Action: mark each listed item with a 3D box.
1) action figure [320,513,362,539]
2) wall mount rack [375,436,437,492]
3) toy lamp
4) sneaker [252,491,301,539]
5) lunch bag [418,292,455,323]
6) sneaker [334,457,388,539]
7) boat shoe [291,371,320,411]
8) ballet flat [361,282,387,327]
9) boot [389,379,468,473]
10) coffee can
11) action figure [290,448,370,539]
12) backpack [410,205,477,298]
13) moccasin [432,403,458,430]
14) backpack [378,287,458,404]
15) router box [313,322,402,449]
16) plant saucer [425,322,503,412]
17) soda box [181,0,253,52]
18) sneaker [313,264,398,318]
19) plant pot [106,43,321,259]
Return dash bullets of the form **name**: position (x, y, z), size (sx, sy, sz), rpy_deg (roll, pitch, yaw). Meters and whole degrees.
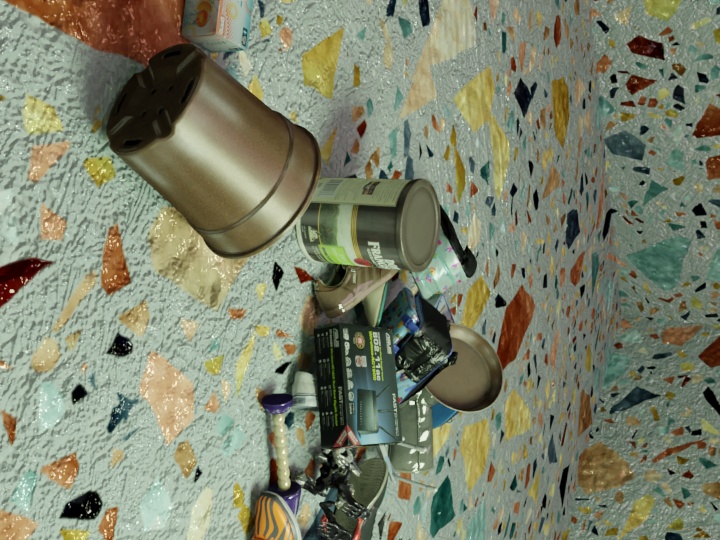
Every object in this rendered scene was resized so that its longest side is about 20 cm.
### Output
- **action figure**: position (-0.059, 0.454, 1.291), size (0.199, 0.065, 0.101), rpy_deg (31, 58, -44)
- **wall mount rack**: position (0.074, 0.344, 1.447), size (0.074, 0.174, 0.202), rpy_deg (-23, 125, -8)
- **toy lamp**: position (-0.125, 0.300, 1.188), size (0.058, 0.057, 0.204), rpy_deg (-20, 110, -58)
- **sneaker**: position (-0.150, 0.452, 1.147), size (0.111, 0.077, 0.203), rpy_deg (-20, 107, -53)
- **lunch bag**: position (0.162, 0.154, 1.654), size (0.161, 0.075, 0.201), rpy_deg (-63, 143, -37)
- **sneaker**: position (0.003, 0.466, 1.436), size (0.202, 0.074, 0.107), rpy_deg (-60, 147, -22)
- **boat shoe**: position (-0.052, 0.202, 1.297), size (0.201, 0.074, 0.088), rpy_deg (21, 64, -52)
- **ballet flat**: position (0.030, 0.012, 1.410), size (0.070, 0.069, 0.203), rpy_deg (47, 55, -52)
- **boot**: position (0.145, 0.323, 1.571), size (0.073, 0.179, 0.204), rpy_deg (-18, 105, -85)
- **coffee can**: position (0.014, -0.079, 1.224), size (0.146, 0.197, 0.149), rpy_deg (-15, 108, -58)
- **action figure**: position (-0.048, 0.352, 1.255), size (0.118, 0.200, 0.102), rpy_deg (-40, 116, 4)
- **backpack**: position (0.151, -0.032, 1.490), size (0.168, 0.126, 0.201), rpy_deg (53, 11, -21)
- **moccasin**: position (0.196, 0.296, 1.630), size (0.068, 0.198, 0.081), rpy_deg (16, 46, -63)
- **backpack**: position (0.072, 0.158, 1.411), size (0.134, 0.200, 0.183), rpy_deg (39, 16, -12)
- **router box**: position (-0.003, 0.194, 1.251), size (0.149, 0.061, 0.203), rpy_deg (12, 69, -52)
- **plant saucer**: position (0.197, 0.203, 1.525), size (0.201, 0.199, 0.035), rpy_deg (-56, 177, -39)
- **soda box**: position (-0.178, -0.394, 0.971), size (0.068, 0.063, 0.204), rpy_deg (11, 86, -60)
- **sneaker**: position (0.000, 0.000, 1.312), size (0.200, 0.070, 0.076), rpy_deg (-40, 108, -33)
- **plant pot**: position (-0.180, -0.150, 0.897), size (0.198, 0.198, 0.203), rpy_deg (42, 59, -46)
